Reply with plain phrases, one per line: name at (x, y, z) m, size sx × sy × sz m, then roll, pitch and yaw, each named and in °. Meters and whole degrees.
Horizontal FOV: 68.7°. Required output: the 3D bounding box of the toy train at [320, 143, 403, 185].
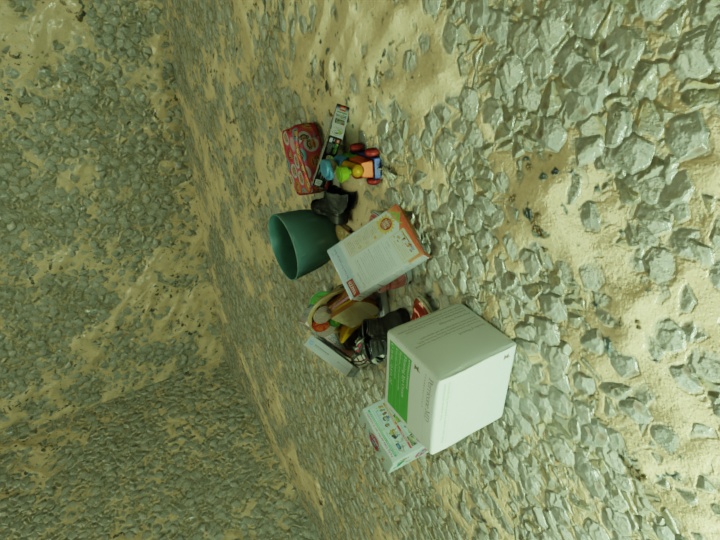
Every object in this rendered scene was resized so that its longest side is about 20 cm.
toy train at (-0.004, -0.233, 1.226) m, size 0.200 × 0.115 × 0.085 m, roll 35°, pitch 136°, yaw 52°

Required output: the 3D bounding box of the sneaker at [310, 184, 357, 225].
sneaker at (-0.078, -0.196, 1.469) m, size 0.200 × 0.060 × 0.105 m, roll 35°, pitch 135°, yaw 46°

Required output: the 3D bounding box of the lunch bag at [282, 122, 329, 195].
lunch bag at (-0.167, -0.319, 1.535) m, size 0.176 × 0.081 × 0.201 m, roll 11°, pitch 116°, yaw 62°

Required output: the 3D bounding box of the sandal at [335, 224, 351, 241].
sandal at (-0.030, -0.065, 1.437) m, size 0.212 × 0.069 × 0.078 m, roll 38°, pitch 139°, yaw 49°

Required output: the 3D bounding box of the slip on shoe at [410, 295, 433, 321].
slip on shoe at (0.137, 0.151, 1.252) m, size 0.074 × 0.061 × 0.201 m, roll 44°, pitch 141°, yaw 47°

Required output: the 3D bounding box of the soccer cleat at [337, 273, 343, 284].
soccer cleat at (0.000, 0.000, 1.391) m, size 0.081 × 0.067 × 0.200 m, roll 51°, pitch 145°, yaw -5°

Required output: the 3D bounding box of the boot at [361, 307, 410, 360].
boot at (0.073, 0.203, 1.330) m, size 0.070 × 0.131 × 0.201 m, roll -10°, pitch 97°, yaw 63°

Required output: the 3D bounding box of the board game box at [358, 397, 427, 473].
board game box at (0.117, 0.368, 1.268) m, size 0.148 × 0.199 × 0.064 m, roll 55°, pitch 150°, yaw 31°

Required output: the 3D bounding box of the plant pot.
plant pot at (-0.160, -0.092, 1.571) m, size 0.201 × 0.160 × 0.202 m, roll 44°, pitch 145°, yaw 43°

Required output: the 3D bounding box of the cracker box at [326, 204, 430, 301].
cracker box at (0.038, -0.038, 1.195) m, size 0.135 × 0.199 × 0.058 m, roll 63°, pitch -163°, yaw 18°

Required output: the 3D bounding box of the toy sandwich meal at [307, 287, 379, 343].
toy sandwich meal at (-0.042, 0.120, 1.404) m, size 0.206 × 0.204 × 0.070 m, roll 101°, pitch 150°, yaw -45°

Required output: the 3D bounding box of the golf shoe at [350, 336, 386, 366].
golf shoe at (0.026, 0.239, 1.469) m, size 0.088 × 0.077 × 0.200 m, roll 36°, pitch 159°, yaw 15°

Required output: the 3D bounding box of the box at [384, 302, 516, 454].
box at (0.173, 0.210, 1.058) m, size 0.171 × 0.199 × 0.200 m, roll 39°, pitch 138°, yaw 46°

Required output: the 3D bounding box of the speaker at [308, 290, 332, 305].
speaker at (-0.094, 0.108, 1.659) m, size 0.200 × 0.088 × 0.089 m, roll -6°, pitch 100°, yaw 64°

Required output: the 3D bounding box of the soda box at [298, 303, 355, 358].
soda box at (-0.087, 0.185, 1.595) m, size 0.200 × 0.069 × 0.063 m, roll 39°, pitch 164°, yaw -22°

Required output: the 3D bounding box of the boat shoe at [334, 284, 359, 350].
boat shoe at (-0.031, 0.142, 1.526) m, size 0.072 × 0.072 × 0.202 m, roll 16°, pitch 114°, yaw 62°

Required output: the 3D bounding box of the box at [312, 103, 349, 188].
box at (-0.077, -0.314, 1.349) m, size 0.200 × 0.034 × 0.111 m, roll 122°, pitch 162°, yaw -58°

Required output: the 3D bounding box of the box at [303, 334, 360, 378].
box at (-0.080, 0.261, 1.580) m, size 0.155 × 0.041 × 0.200 m, roll 35°, pitch 174°, yaw 13°

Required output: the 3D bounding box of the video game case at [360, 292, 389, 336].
video game case at (0.030, 0.123, 1.491) m, size 0.182 × 0.022 × 0.201 m, roll 20°, pitch 124°, yaw 59°

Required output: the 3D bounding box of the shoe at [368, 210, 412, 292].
shoe at (0.046, -0.046, 1.272) m, size 0.201 × 0.091 × 0.071 m, roll 67°, pitch 154°, yaw 11°
